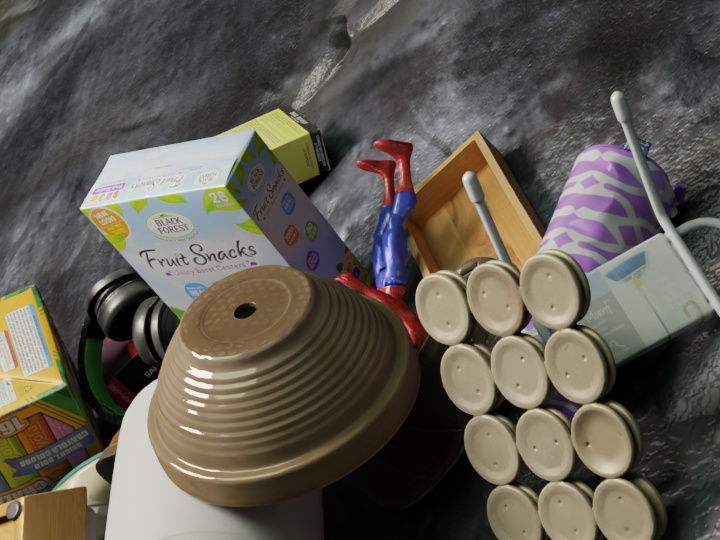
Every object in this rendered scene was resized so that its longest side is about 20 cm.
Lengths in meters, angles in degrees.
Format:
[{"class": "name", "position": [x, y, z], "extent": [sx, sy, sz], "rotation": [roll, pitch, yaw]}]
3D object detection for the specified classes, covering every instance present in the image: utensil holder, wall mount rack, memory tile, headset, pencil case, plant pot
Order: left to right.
[{"class": "headset", "position": [-0.177, 0.041, 1.734], "extent": [0.123, 0.094, 0.202], "rotation": [27, 103, 36]}, {"class": "utensil holder", "position": [-0.107, 0.191, 1.443], "extent": [0.169, 0.170, 0.201], "rotation": [-35, 32, 24]}, {"class": "plant pot", "position": [-0.064, 0.062, 1.371], "extent": [0.199, 0.093, 0.202], "rotation": [-14, 35, 10]}, {"class": "memory tile", "position": [0.115, 0.088, 1.268], "extent": [0.017, 0.202, 0.153], "rotation": [-22, 6, -40]}, {"class": "pencil case", "position": [0.161, 0.008, 1.384], "extent": [0.084, 0.085, 0.201], "rotation": [107, -172, -67]}, {"class": "wall mount rack", "position": [0.162, -0.009, 1.298], "extent": [0.199, 0.075, 0.175], "rotation": [-28, 71, -8]}]

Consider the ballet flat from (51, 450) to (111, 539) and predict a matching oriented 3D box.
[{"class": "ballet flat", "position": [-0.263, 0.233, 1.716], "extent": [0.200, 0.069, 0.070], "rotation": [-37, 32, 24]}]

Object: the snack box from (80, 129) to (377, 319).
[{"class": "snack box", "position": [-0.104, -0.016, 1.609], "extent": [0.168, 0.200, 0.068], "rotation": [-7, 44, 40]}]

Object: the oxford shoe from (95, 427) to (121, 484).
[{"class": "oxford shoe", "position": [-0.143, 0.128, 1.608], "extent": [0.199, 0.071, 0.072], "rotation": [-16, 39, 46]}]

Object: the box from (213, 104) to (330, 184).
[{"class": "box", "position": [-0.132, -0.084, 1.798], "extent": [0.199, 0.050, 0.075], "rotation": [-26, 34, -18]}]

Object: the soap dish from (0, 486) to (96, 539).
[{"class": "soap dish", "position": [-0.293, 0.288, 1.615], "extent": [0.157, 0.081, 0.202], "rotation": [-22, 59, 36]}]

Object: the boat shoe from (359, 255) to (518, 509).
[{"class": "boat shoe", "position": [0.068, 0.083, 1.433], "extent": [0.201, 0.071, 0.076], "rotation": [-60, -15, 12]}]

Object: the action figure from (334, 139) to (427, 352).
[{"class": "action figure", "position": [0.000, 0.000, 1.542], "extent": [0.065, 0.098, 0.202], "rotation": [134, 133, -62]}]

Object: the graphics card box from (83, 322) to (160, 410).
[{"class": "graphics card box", "position": [-0.169, 0.027, 1.819], "extent": [0.200, 0.051, 0.126], "rotation": [-43, 31, 10]}]

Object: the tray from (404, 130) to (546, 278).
[{"class": "tray", "position": [0.093, -0.022, 1.543], "extent": [0.099, 0.037, 0.200], "rotation": [-42, 32, 12]}]

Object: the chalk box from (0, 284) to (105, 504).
[{"class": "chalk box", "position": [-0.302, 0.136, 1.751], "extent": [0.123, 0.201, 0.125], "rotation": [-23, 53, -5]}]
